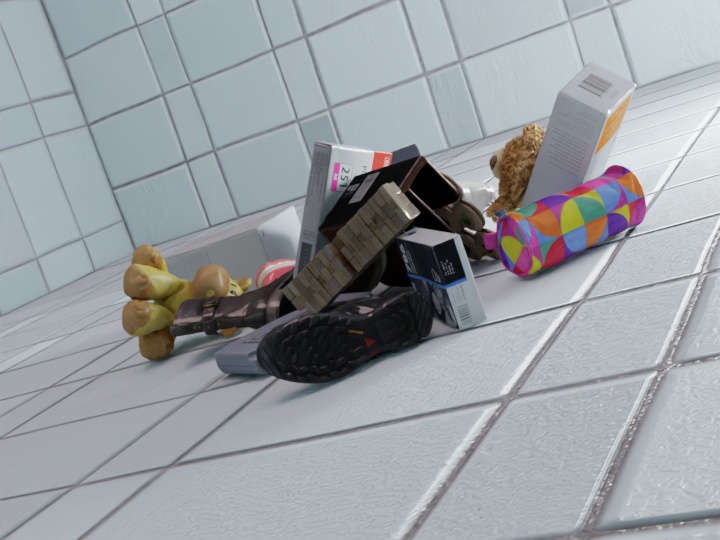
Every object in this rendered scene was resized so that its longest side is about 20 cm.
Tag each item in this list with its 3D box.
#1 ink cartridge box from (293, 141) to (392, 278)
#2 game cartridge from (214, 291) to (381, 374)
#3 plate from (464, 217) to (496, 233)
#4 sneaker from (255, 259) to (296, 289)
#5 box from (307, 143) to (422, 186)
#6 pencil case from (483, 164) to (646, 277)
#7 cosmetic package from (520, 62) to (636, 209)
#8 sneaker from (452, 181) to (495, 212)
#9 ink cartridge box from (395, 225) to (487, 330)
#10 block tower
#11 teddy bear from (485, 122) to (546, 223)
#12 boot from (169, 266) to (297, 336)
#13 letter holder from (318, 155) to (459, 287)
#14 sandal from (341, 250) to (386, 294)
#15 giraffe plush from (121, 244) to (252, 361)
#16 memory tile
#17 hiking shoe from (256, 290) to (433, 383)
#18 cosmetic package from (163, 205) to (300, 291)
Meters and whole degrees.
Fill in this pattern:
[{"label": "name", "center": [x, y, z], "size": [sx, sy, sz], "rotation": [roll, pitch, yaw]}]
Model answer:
[{"label": "ink cartridge box", "center": [-0.012, -0.079, 1.614], "size": [0.043, 0.204, 0.172], "rotation": [17, 11, 42]}, {"label": "game cartridge", "center": [-0.080, 0.080, 1.400], "size": [0.198, 0.042, 0.133], "rotation": [-26, 6, -31]}, {"label": "plate", "center": [0.242, -0.071, 1.594], "size": [0.198, 0.033, 0.199], "rotation": [-27, 11, -34]}, {"label": "sneaker", "center": [-0.064, 0.010, 1.745], "size": [0.197, 0.075, 0.087], "rotation": [-21, 29, -9]}, {"label": "box", "center": [0.020, -0.107, 1.878], "size": [0.197, 0.105, 0.182], "rotation": [-21, -14, -7]}, {"label": "pencil case", "center": [0.253, -0.062, 1.345], "size": [0.198, 0.090, 0.088], "rotation": [-21, 8, -21]}, {"label": "cosmetic package", "center": [0.277, -0.152, 1.423], "size": [0.071, 0.202, 0.101], "rotation": [30, 45, 18]}, {"label": "sneaker", "center": [0.135, -0.075, 1.684], "size": [0.098, 0.076, 0.200], "rotation": [-13, -14, -32]}, {"label": "ink cartridge box", "center": [0.086, 0.005, 1.269], "size": [0.039, 0.101, 0.200], "rotation": [-22, 8, -8]}, {"label": "block tower", "center": [-0.009, -0.025, 1.350], "size": [0.200, 0.054, 0.058], "rotation": [-45, -4, 30]}, {"label": "teddy bear", "center": [0.219, -0.140, 1.545], "size": [0.146, 0.066, 0.200], "rotation": [-61, -11, 23]}, {"label": "boot", "center": [-0.178, 0.046, 1.603], "size": [0.171, 0.070, 0.200], "rotation": [-5, 14, 12]}, {"label": "letter holder", "center": [0.058, -0.058, 1.485], "size": [0.101, 0.142, 0.199], "rotation": [-55, 19, -18]}, {"label": "sandal", "center": [0.001, 0.001, 1.472], "size": [0.057, 0.081, 0.201], "rotation": [-26, -3, -26]}, {"label": "giraffe plush", "center": [-0.255, 0.051, 1.698], "size": [0.159, 0.175, 0.200], "rotation": [-7, -23, 15]}, {"label": "memory tile", "center": [0.109, -0.070, 1.532], "size": [0.017, 0.154, 0.199], "rotation": [-47, 18, -20]}, {"label": "hiking shoe", "center": [-0.021, 0.077, 1.211], "size": [0.197, 0.077, 0.101], "rotation": [-13, -2, -15]}, {"label": "cosmetic package", "center": [-0.217, -0.015, 1.997], "size": [0.197, 0.125, 0.199], "rotation": [-18, 9, 20]}]
